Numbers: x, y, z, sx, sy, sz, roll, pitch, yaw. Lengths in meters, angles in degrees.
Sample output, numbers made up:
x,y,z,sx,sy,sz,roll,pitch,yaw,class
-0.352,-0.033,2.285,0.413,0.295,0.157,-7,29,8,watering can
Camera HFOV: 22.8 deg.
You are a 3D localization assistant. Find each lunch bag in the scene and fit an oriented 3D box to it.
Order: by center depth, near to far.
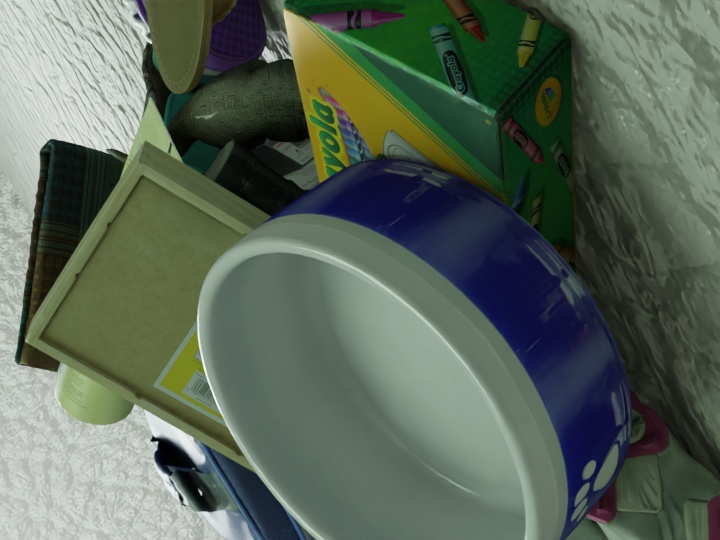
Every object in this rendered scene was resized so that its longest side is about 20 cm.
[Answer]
x,y,z,sx,sy,sz,roll,pitch,yaw,class
-0.062,0.100,1.097,0.136,0.132,0.200,60,167,-13,lunch bag

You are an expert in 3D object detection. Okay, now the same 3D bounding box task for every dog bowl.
x,y,z,sx,sy,sz,roll,pitch,yaw,class
0.022,0.053,0.820,0.200,0.079,0.201,29,139,29,dog bowl

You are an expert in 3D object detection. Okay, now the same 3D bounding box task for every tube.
x,y,z,sx,sy,sz,roll,pitch,yaw,class
-0.131,0.004,1.024,0.058,0.052,0.201,28,127,9,tube

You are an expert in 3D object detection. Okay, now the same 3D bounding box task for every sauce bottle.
x,y,z,sx,sy,sz,roll,pitch,yaw,class
0.000,0.000,0.983,0.200,0.065,0.065,33,172,-13,sauce bottle

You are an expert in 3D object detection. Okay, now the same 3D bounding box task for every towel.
x,y,z,sx,sy,sz,roll,pitch,yaw,class
-0.147,0.002,1.176,0.022,0.147,0.200,2,173,34,towel

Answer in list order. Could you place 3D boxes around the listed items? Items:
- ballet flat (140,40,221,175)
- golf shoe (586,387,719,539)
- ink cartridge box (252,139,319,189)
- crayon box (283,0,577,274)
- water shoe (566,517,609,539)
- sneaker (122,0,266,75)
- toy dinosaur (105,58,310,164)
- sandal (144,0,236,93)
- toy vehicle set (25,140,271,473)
x,y,z,sx,sy,sz,roll,pitch,yaw,class
-0.117,-0.104,1.172,0.201,0.072,0.072,-88,-17,-49,ballet flat
0.164,0.132,0.867,0.200,0.075,0.092,52,-174,26,golf shoe
-0.019,-0.012,1.158,0.200,0.084,0.145,36,155,60,ink cartridge box
0.038,-0.052,0.843,0.119,0.058,0.200,30,154,26,crayon box
0.087,0.119,0.952,0.200,0.079,0.072,41,124,-1,water shoe
-0.111,-0.209,1.101,0.088,0.080,0.201,8,132,53,sneaker
-0.050,-0.093,1.004,0.102,0.199,0.077,1,-88,-83,toy dinosaur
-0.084,-0.212,1.023,0.078,0.069,0.213,3,102,57,sandal
-0.062,0.035,0.951,0.200,0.124,0.027,32,-157,-13,toy vehicle set
